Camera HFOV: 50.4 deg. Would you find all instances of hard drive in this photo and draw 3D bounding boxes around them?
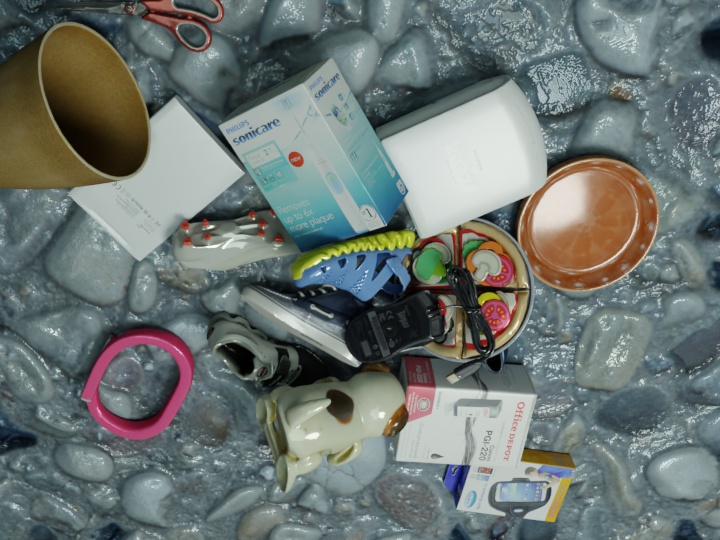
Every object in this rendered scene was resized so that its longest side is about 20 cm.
[{"bbox_3d":[-0.271,-0.120,1.022,0.200,0.025,0.132,-37,112,14],"label":"hard drive"}]

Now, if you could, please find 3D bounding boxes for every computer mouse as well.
[{"bbox_3d":[0.086,0.093,1.035,0.199,0.046,0.141,-28,82,16],"label":"computer mouse"}]

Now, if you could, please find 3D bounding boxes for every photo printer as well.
[{"bbox_3d":[0.139,-0.150,1.002,0.199,0.070,0.167,-22,115,8],"label":"photo printer"}]

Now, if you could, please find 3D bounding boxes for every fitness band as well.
[{"bbox_3d":[-0.336,0.172,1.156,0.143,0.037,0.201,26,113,-15],"label":"fitness band"}]

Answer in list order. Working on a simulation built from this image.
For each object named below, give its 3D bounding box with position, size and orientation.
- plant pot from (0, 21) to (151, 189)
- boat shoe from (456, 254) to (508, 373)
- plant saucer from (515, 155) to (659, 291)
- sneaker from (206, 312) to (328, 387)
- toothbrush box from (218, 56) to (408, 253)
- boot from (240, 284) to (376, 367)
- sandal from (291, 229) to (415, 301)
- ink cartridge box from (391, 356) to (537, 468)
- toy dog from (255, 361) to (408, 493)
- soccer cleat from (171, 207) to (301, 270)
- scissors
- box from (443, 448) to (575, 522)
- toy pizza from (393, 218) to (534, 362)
[{"bbox_3d":[-0.391,-0.174,0.920,0.199,0.187,0.187,-13,117,20],"label":"plant pot"},{"bbox_3d":[0.174,0.058,1.105,0.084,0.069,0.201,-28,111,12],"label":"boat shoe"},{"bbox_3d":[0.316,-0.065,1.074,0.199,0.032,0.201,-1,117,-3],"label":"plant saucer"},{"bbox_3d":[-0.137,0.141,1.123,0.199,0.089,0.074,26,111,-16],"label":"sneaker"},{"bbox_3d":[-0.056,-0.139,0.958,0.146,0.085,0.201,-15,117,36],"label":"toothbrush box"},{"bbox_3d":[-0.068,0.052,1.102,0.199,0.073,0.091,30,75,0],"label":"boot"},{"bbox_3d":[0.000,0.000,1.010,0.199,0.079,0.088,-12,92,-35],"label":"sandal"},{"bbox_3d":[0.155,0.219,1.177,0.199,0.085,0.146,4,116,-7],"label":"ink cartridge box"},{"bbox_3d":[-0.033,0.198,1.096,0.199,0.140,0.194,-12,145,-24],"label":"toy dog"},{"bbox_3d":[-0.157,-0.039,1.052,0.199,0.070,0.078,-5,147,-8],"label":"soccer cleat"},{"bbox_3d":[-0.268,-0.325,0.931,0.199,0.014,0.073,15,117,-9],"label":"scissors"},{"bbox_3d":[0.243,0.351,1.270,0.199,0.042,0.120,8,116,-9],"label":"box"},{"bbox_3d":[0.137,0.026,1.048,0.199,0.032,0.202,0,91,22],"label":"toy pizza"}]
